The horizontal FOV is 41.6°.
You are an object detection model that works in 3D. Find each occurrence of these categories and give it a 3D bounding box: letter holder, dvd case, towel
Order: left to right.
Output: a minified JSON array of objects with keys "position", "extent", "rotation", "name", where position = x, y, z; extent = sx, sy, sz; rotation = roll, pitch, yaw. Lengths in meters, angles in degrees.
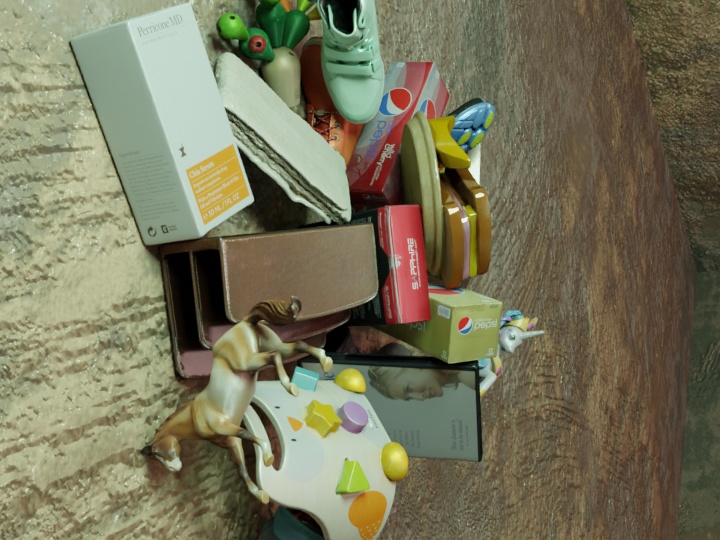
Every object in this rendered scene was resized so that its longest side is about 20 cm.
[{"position":[-0.083,0.032,0.948],"extent":[0.200,0.101,0.142],"rotation":[-8,93,-45],"name":"letter holder"},{"position":[-0.085,-0.139,1.018],"extent":[0.200,0.034,0.133],"rotation":[42,23,-29],"name":"towel"},{"position":[0.034,0.153,1.059],"extent":[0.018,0.200,0.143],"rotation":[-71,159,-53],"name":"dvd case"}]

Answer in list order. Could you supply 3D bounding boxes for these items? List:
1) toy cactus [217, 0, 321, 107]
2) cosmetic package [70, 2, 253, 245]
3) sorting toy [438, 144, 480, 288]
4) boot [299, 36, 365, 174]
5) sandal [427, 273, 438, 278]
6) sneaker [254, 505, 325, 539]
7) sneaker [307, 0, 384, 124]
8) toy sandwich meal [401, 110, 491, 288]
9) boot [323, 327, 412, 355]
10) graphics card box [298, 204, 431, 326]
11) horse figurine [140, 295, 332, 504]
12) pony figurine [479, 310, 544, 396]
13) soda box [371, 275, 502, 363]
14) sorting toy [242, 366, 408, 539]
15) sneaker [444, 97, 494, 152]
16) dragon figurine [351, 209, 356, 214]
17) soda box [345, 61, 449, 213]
[{"position":[-0.088,-0.269,1.074],"extent":[0.200,0.102,0.165],"rotation":[-61,146,-59],"name":"toy cactus"},{"position":[-0.180,-0.136,0.885],"extent":[0.101,0.071,0.200],"rotation":[-45,123,-55],"name":"cosmetic package"},{"position":[0.127,-0.083,1.371],"extent":[0.200,0.070,0.199],"rotation":[85,8,-77],"name":"sorting toy"},{"position":[-0.035,-0.181,1.161],"extent":[0.107,0.075,0.200],"rotation":[-52,131,-46],"name":"boot"},{"position":[0.054,0.038,1.244],"extent":[0.080,0.057,0.201],"rotation":[-62,179,-14],"name":"sandal"},{"position":[-0.073,0.314,1.015],"extent":[0.096,0.079,0.200],"rotation":[-43,145,-13],"name":"sneaker"},{"position":[-0.018,-0.245,1.048],"extent":[0.118,0.074,0.201],"rotation":[-74,160,-61],"name":"sneaker"},{"position":[0.093,-0.084,1.057],"extent":[0.205,0.070,0.205],"rotation":[174,-90,-86],"name":"toy sandwich meal"},{"position":[0.003,0.118,1.180],"extent":[0.132,0.070,0.200],"rotation":[64,30,-23],"name":"boot"},{"position":[0.000,0.000,1.061],"extent":[0.051,0.200,0.126],"rotation":[-5,88,-33],"name":"graphics card box"},{"position":[-0.103,0.105,0.833],"extent":[0.050,0.133,0.200],"rotation":[16,99,-52],"name":"horse figurine"},{"position":[0.140,0.130,1.332],"extent":[0.200,0.193,0.167],"rotation":[-54,130,-26],"name":"pony figurine"},{"position":[0.069,0.044,1.068],"extent":[0.068,0.200,0.064],"rotation":[-3,104,-32],"name":"soda box"},{"position":[-0.061,0.167,0.929],"extent":[0.180,0.107,0.200],"rotation":[17,34,-52],"name":"sorting toy"},{"position":[0.089,-0.181,1.267],"extent":[0.071,0.200,0.083],"rotation":[13,60,-42],"name":"sneaker"},{"position":[0.044,-0.045,1.288],"extent":[0.200,0.059,0.100],"rotation":[1,84,-60],"name":"dragon figurine"},{"position":[0.045,-0.163,1.178],"extent":[0.070,0.063,0.200],"rotation":[53,52,-52],"name":"soda box"}]
